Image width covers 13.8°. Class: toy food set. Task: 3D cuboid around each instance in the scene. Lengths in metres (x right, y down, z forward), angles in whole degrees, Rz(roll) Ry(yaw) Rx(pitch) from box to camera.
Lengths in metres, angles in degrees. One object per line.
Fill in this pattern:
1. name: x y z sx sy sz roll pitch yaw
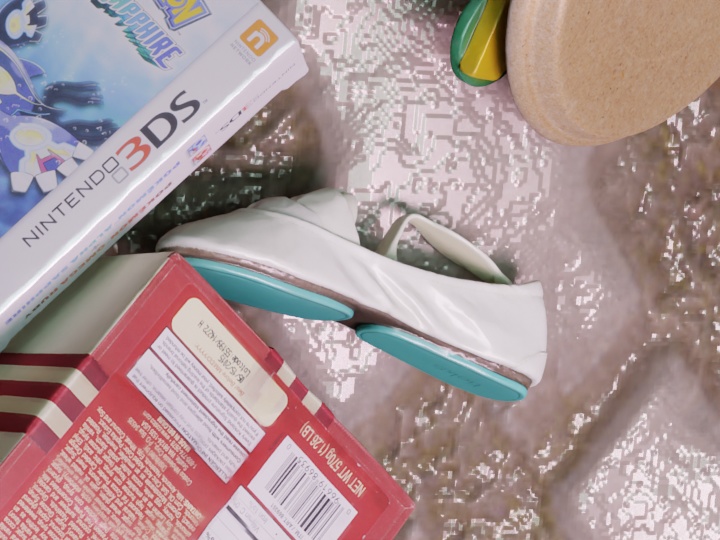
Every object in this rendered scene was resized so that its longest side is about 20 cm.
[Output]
1. toy food set: 0.127 -0.146 1.303 0.198 0.049 0.200 3 117 -53

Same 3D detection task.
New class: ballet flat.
1. ballet flat: 0.000 0.000 1.326 0.200 0.069 0.070 21 95 -27

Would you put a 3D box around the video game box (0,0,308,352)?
1. video game box: -0.153 -0.095 1.199 0.182 0.047 0.200 -43 79 -8

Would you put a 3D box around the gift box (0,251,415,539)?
1. gift box: -0.104 0.098 1.244 0.200 0.187 0.185 -48 112 -25
